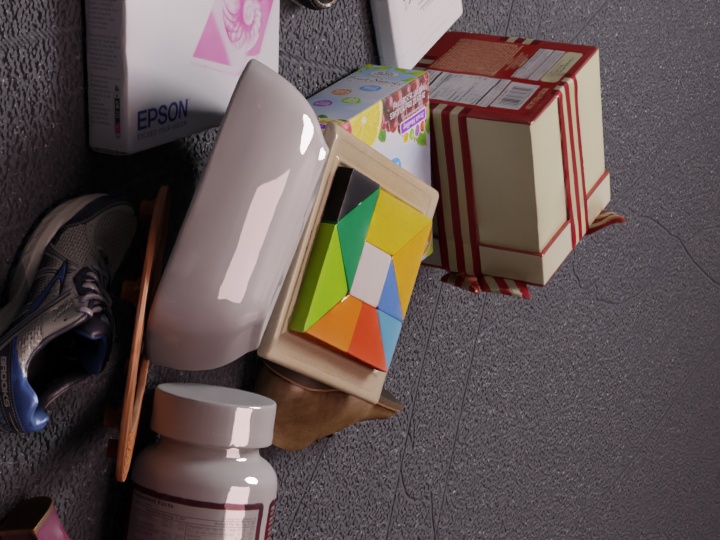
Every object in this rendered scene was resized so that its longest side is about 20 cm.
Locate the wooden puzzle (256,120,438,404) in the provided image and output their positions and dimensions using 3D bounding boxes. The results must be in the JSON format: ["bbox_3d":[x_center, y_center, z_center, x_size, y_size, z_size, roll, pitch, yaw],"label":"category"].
[{"bbox_3d":[0.000,0.000,1.386,0.200,0.037,0.187,30,75,-59],"label":"wooden puzzle"}]

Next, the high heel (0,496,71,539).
[{"bbox_3d":[-0.232,0.241,1.127,0.200,0.067,0.097,-51,130,-48],"label":"high heel"}]

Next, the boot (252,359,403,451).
[{"bbox_3d":[-0.034,0.113,1.488,0.199,0.073,0.076,17,103,-58],"label":"boot"}]

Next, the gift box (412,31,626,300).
[{"bbox_3d":[0.130,-0.089,1.582,0.184,0.198,0.188,-42,136,-42],"label":"gift box"}]

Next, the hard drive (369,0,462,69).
[{"bbox_3d":[0.042,-0.288,1.523,0.132,0.026,0.202,-50,141,-44],"label":"hard drive"}]

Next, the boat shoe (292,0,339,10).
[{"bbox_3d":[-0.021,-0.260,1.320,0.074,0.060,0.201,-42,157,-27],"label":"boat shoe"}]

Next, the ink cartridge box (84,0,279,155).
[{"bbox_3d":[-0.120,-0.197,1.231,0.196,0.043,0.202,-27,124,-57],"label":"ink cartridge box"}]

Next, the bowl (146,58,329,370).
[{"bbox_3d":[-0.080,-0.024,1.204,0.200,0.074,0.202,114,-2,-76],"label":"bowl"}]

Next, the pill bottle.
[{"bbox_3d":[-0.119,0.190,1.286,0.109,0.109,0.202,2,97,-62],"label":"pill bottle"}]

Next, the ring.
[{"bbox_3d":[-0.152,0.041,1.185,0.200,0.019,0.203,-171,-90,-85],"label":"ring"}]

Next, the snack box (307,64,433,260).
[{"bbox_3d":[-0.013,-0.060,1.451,0.200,0.067,0.170,-35,129,-52],"label":"snack box"}]

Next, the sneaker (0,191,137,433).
[{"bbox_3d":[-0.187,0.032,1.132,0.201,0.084,0.077,-60,147,-34],"label":"sneaker"}]
